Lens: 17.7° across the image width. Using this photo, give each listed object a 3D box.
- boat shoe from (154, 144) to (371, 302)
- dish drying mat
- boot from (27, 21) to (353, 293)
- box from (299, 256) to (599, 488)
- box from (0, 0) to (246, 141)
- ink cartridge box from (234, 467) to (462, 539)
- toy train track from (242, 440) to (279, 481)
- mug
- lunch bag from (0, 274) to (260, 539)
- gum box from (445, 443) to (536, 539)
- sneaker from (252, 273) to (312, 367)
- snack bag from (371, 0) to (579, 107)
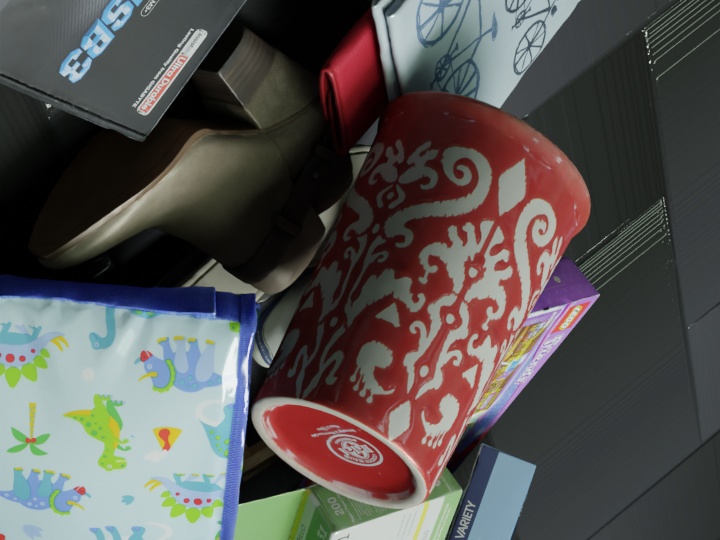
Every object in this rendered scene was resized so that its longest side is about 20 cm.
[{"bbox_3d":[-0.065,-0.013,1.415,0.200,0.057,0.067,-40,112,-16],"label":"boat shoe"},{"bbox_3d":[0.040,-0.158,1.338,0.200,0.018,0.077,-50,153,-25],"label":"dish drying mat"},{"bbox_3d":[-0.083,-0.038,1.315,0.200,0.070,0.146,-47,134,-15],"label":"boot"},{"bbox_3d":[0.059,0.079,1.554,0.136,0.039,0.200,-12,146,-50],"label":"box"},{"bbox_3d":[-0.121,-0.177,1.160,0.200,0.050,0.198,-51,147,11],"label":"box"},{"bbox_3d":[-0.041,0.199,1.521,0.199,0.048,0.146,-15,142,-30],"label":"ink cartridge box"},{"bbox_3d":[-0.041,0.090,1.517,0.114,0.033,0.200,-30,173,-32],"label":"toy train track"},{"bbox_3d":[0.028,0.029,1.303,0.178,0.133,0.201,105,11,-63],"label":"mug"},{"bbox_3d":[-0.146,0.077,1.292,0.169,0.128,0.201,4,140,-4],"label":"lunch bag"},{"bbox_3d":[0.074,0.216,1.644,0.200,0.044,0.171,75,36,-81],"label":"gum box"},{"bbox_3d":[0.000,0.000,1.491,0.200,0.088,0.076,-34,107,-47],"label":"sneaker"},{"bbox_3d":[0.077,-0.164,1.357,0.200,0.021,0.189,-52,154,-21],"label":"snack bag"}]
